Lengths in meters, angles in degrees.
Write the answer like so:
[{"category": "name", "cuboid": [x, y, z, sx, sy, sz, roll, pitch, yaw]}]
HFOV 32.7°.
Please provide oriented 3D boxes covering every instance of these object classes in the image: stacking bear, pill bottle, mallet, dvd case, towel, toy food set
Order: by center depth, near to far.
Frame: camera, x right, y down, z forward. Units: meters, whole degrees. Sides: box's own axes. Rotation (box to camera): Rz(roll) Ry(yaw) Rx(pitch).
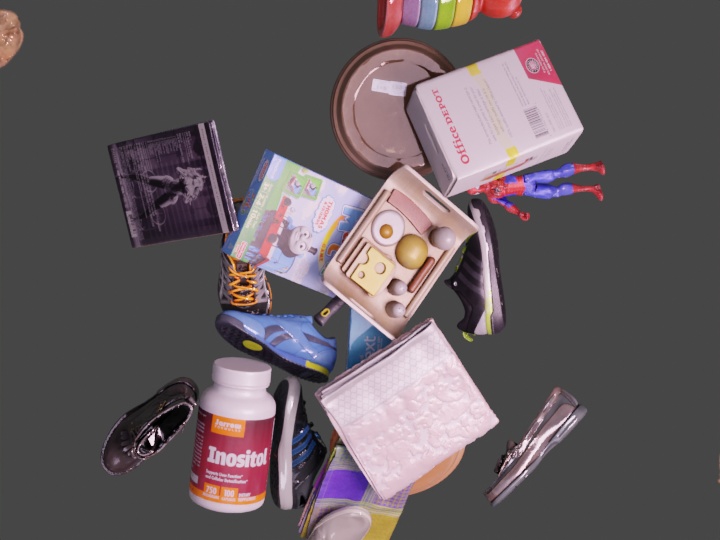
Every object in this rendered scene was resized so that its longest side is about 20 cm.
[{"category": "toy food set", "cuboid": [0.055, -0.021, 1.679, 0.143, 0.060, 0.201, 38, 81, -15]}, {"category": "stacking bear", "cuboid": [0.126, -0.384, 1.684, 0.196, 0.114, 0.124, -2, 99, -7]}, {"category": "towel", "cuboid": [0.065, 0.192, 1.687, 0.199, 0.032, 0.192, -33, 109, 1]}, {"category": "dvd case", "cuboid": [-0.260, -0.116, 1.693, 0.198, 0.016, 0.151, -7, 99, 36]}, {"category": "mallet", "cuboid": [0.000, 0.000, 1.723, 0.199, 0.041, 0.066, -37, 70, -23]}, {"category": "pill bottle", "cuboid": [-0.181, 0.233, 1.756, 0.111, 0.113, 0.203, 7, 98, -3]}, {"category": "towel", "cuboid": [0.001, 0.327, 1.776, 0.141, 0.023, 0.202, 13, 125, -13]}]

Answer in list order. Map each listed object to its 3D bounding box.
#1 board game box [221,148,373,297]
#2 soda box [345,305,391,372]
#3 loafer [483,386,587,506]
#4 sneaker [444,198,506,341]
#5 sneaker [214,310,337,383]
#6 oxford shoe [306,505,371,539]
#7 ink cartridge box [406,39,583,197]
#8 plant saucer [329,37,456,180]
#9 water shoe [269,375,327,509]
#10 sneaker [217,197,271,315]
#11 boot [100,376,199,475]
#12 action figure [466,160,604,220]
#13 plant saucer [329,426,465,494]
[{"category": "board game box", "cuboid": [-0.076, -0.060, 1.711, 0.198, 0.036, 0.153, 22, 94, -34]}, {"category": "soda box", "cuboid": [0.013, 0.121, 1.773, 0.067, 0.064, 0.204, 3, 98, -3]}, {"category": "loafer", "cuboid": [0.247, 0.258, 1.811, 0.200, 0.072, 0.063, -45, 78, -2]}, {"category": "sneaker", "cuboid": [0.157, 0.000, 1.757, 0.081, 0.072, 0.204, -7, 92, 14]}, {"category": "sneaker", "cuboid": [-0.117, 0.089, 1.744, 0.198, 0.066, 0.080, 28, 65, -28]}, {"category": "oxford shoe", "cuboid": [-0.054, 0.414, 1.787, 0.075, 0.058, 0.200, 36, 116, -24]}, {"category": "ink cartridge box", "cuboid": [0.180, -0.207, 1.679, 0.197, 0.084, 0.147, -21, 78, -14]}, {"category": "plant saucer", "cuboid": [0.055, -0.227, 1.741, 0.196, 0.029, 0.204, 0, 98, -2]}, {"category": "water shoe", "cuboid": [-0.089, 0.248, 1.794, 0.078, 0.071, 0.203, -1, 106, -21]}, {"category": "sneaker", "cuboid": [-0.168, 0.001, 1.741, 0.077, 0.077, 0.203, -6, 100, -4]}, {"category": "boot", "cuboid": [-0.301, 0.229, 1.719, 0.069, 0.174, 0.200, 44, 94, -8]}, {"category": "action figure", "cuboid": [0.248, -0.111, 1.731, 0.196, 0.099, 0.066, -2, 120, 1]}, {"category": "plant saucer", "cuboid": [0.055, 0.257, 1.765, 0.197, 0.033, 0.203, -4, 128, -5]}]
